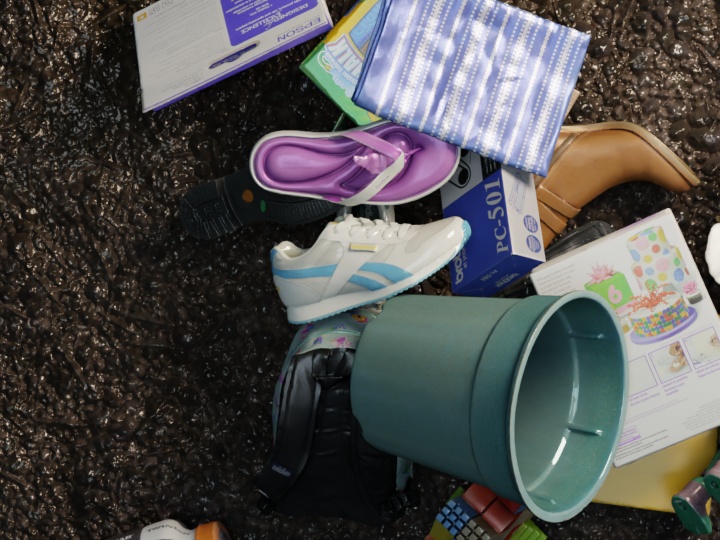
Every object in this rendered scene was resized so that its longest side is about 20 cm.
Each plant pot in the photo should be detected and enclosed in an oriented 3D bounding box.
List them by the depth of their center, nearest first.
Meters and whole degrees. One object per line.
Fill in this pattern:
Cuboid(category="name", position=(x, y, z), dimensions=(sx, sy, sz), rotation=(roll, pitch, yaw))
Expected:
Cuboid(category="plant pot", position=(0.109, 0.106, 1.446), dimensions=(0.195, 0.199, 0.202), rotation=(9, 93, 38))

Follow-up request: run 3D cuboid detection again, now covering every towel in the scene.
Cuboid(category="towel", position=(0.103, -0.187, 1.488), dimensions=(0.198, 0.024, 0.146), rotation=(20, 83, -6))

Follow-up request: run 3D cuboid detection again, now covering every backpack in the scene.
Cuboid(category="backpack", position=(-0.022, 0.139, 1.576), dimensions=(0.165, 0.127, 0.202), rotation=(2, 117, 0))

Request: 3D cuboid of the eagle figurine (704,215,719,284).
Cuboid(category="eagle figurine", position=(0.425, -0.063, 1.524), dimensions=(0.151, 0.200, 0.152), rotation=(21, 51, -25))

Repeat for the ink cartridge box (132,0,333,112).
Cuboid(category="ink cartridge box", position=(-0.126, -0.232, 1.569), dimensions=(0.197, 0.201, 0.044), rotation=(-24, 126, 7))

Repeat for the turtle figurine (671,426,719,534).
Cuboid(category="turtle figurine", position=(0.386, 0.166, 1.552), dimensions=(0.100, 0.150, 0.200), rotation=(37, 56, 22))

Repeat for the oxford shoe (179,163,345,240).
Cuboid(category="oxford shoe", position=(-0.080, -0.083, 1.597), dimensions=(0.199, 0.084, 0.073), rotation=(-7, 100, 30))

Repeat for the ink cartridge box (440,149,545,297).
Cuboid(category="ink cartridge box", position=(0.121, -0.083, 1.545), dimensions=(0.044, 0.094, 0.202), rotation=(12, 60, -33))

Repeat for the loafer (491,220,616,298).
Cuboid(category="loafer", position=(0.173, 0.026, 1.578), dimensions=(0.200, 0.071, 0.068), rotation=(-35, 120, 18))

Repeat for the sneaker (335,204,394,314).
Cuboid(category="sneaker", position=(0.000, 0.000, 1.602), dimensions=(0.070, 0.093, 0.202), rotation=(2, 92, 7))

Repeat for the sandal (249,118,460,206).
Cuboid(category="sandal", position=(-0.006, -0.096, 1.502), dimensions=(0.201, 0.050, 0.083), rotation=(-5, 103, 8))

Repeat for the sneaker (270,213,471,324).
Cuboid(category="sneaker", position=(0.007, -0.016, 1.515), dimensions=(0.199, 0.077, 0.081), rotation=(-20, 99, 16))

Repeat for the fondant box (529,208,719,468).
Cuboid(category="fondant box", position=(0.264, 0.063, 1.502), dimensions=(0.143, 0.058, 0.201), rotation=(-24, 93, 14))

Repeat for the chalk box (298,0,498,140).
Cuboid(category="chalk box", position=(0.023, -0.195, 1.574), dimensions=(0.124, 0.124, 0.200), rotation=(44, 95, -2))

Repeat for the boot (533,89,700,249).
Cuboid(category="boot", position=(0.217, -0.084, 1.583), dimensions=(0.199, 0.077, 0.156), rotation=(29, 97, 2))

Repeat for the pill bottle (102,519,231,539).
Cuboid(category="pill bottle", position=(-0.225, 0.317, 1.633), dimensions=(0.198, 0.106, 0.107), rotation=(-19, 89, 7))

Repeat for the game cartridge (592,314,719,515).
Cuboid(category="game cartridge", position=(0.272, 0.135, 1.608), dimensions=(0.175, 0.032, 0.202), rotation=(7, 90, 7))

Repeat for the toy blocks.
Cuboid(category="toy blocks", position=(0.111, 0.251, 1.560), dimensions=(0.100, 0.137, 0.200), rotation=(43, 105, 18))
